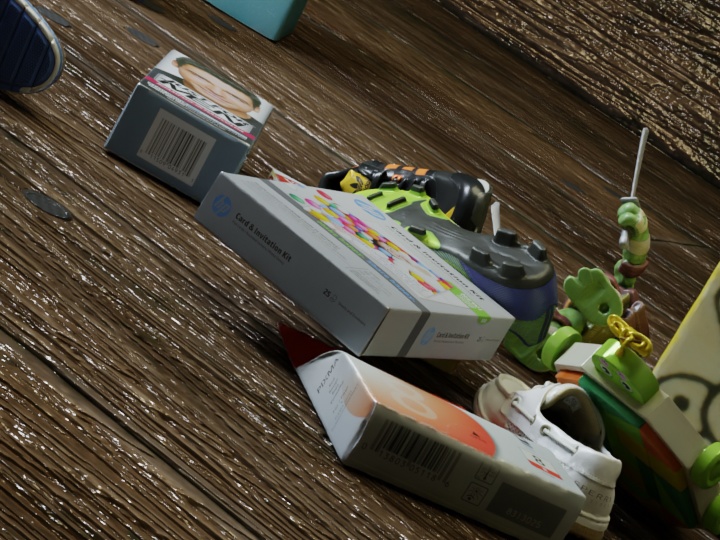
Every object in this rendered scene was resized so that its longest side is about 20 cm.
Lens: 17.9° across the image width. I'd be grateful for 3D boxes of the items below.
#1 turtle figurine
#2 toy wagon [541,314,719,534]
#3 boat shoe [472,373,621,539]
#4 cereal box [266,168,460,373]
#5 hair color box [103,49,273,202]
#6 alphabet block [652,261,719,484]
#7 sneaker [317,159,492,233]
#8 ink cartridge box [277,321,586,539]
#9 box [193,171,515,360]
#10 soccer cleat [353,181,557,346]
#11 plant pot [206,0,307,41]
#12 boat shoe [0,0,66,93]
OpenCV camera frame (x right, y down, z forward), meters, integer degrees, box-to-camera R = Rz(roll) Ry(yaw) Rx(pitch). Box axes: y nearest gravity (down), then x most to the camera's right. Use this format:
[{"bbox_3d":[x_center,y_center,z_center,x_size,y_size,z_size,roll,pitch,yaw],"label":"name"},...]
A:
[{"bbox_3d":[0.167,-0.003,1.887,0.142,0.202,0.194,-2,11,14],"label":"turtle figurine"},{"bbox_3d":[0.186,0.100,1.557,0.155,0.040,0.200,39,-15,33],"label":"toy wagon"},{"bbox_3d":[0.133,0.108,1.531,0.070,0.070,0.200,23,14,-22],"label":"boat shoe"},{"bbox_3d":[-0.001,-0.003,1.722,0.143,0.040,0.200,28,13,-19],"label":"cereal box"},{"bbox_3d":[-0.132,-0.114,1.802,0.098,0.061,0.200,29,12,-4],"label":"hair color box"},{"bbox_3d":[0.335,0.108,1.726,0.199,0.196,0.196,36,12,19],"label":"alphabet block"},{"bbox_3d":[0.030,-0.053,1.861,0.089,0.071,0.200,19,-5,-23],"label":"sneaker"},{"bbox_3d":[0.042,0.088,1.450,0.161,0.050,0.200,26,17,-23],"label":"ink cartridge box"},{"bbox_3d":[0.000,0.000,1.534,0.156,0.041,0.200,39,14,24],"label":"box"},{"bbox_3d":[0.059,-0.003,1.663,0.199,0.084,0.064,25,42,38],"label":"soccer cleat"},{"bbox_3d":[-0.099,-0.389,2.620,0.141,0.201,0.141,31,13,0],"label":"plant pot"},{"bbox_3d":[-0.292,-0.198,1.730,0.199,0.073,0.072,35,12,19],"label":"boat shoe"}]
